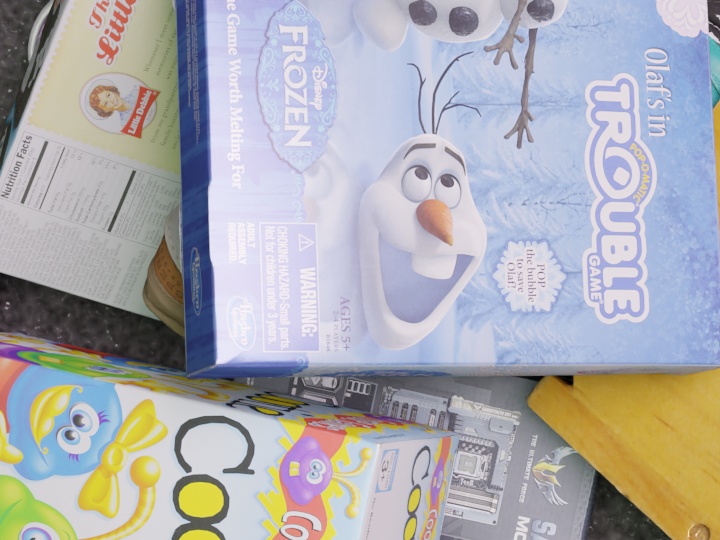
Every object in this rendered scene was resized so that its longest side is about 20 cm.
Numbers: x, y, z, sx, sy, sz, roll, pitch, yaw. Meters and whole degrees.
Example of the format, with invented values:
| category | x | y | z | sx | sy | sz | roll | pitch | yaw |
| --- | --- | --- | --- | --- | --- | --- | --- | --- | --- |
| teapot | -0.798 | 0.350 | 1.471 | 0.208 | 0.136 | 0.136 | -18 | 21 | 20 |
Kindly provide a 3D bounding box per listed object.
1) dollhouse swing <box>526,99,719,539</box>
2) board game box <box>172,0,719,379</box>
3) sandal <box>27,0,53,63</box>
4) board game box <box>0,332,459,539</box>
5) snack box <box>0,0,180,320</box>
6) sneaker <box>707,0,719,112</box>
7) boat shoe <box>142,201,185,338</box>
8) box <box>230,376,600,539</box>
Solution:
| category | x | y | z | sx | sy | sz | roll | pitch | yaw |
| --- | --- | --- | --- | --- | --- | --- | --- | --- | --- |
| dollhouse swing | 0.216 | 0.035 | 1.058 | 0.182 | 0.176 | 0.200 | 42 | 103 | 32 |
| board game box | 0.033 | -0.061 | 0.973 | 0.199 | 0.043 | 0.201 | 0 | 82 | -20 |
| sandal | -0.049 | -0.055 | 1.107 | 0.202 | 0.050 | 0.083 | 22 | 97 | 4 |
| board game box | -0.077 | 0.094 | 1.041 | 0.200 | 0.103 | 0.105 | 11 | 92 | 19 |
| snack box | -0.069 | -0.075 | 1.044 | 0.116 | 0.037 | 0.200 | 18 | 117 | -16 |
| sneaker | 0.128 | -0.131 | 1.071 | 0.121 | 0.084 | 0.200 | -30 | 90 | -2 |
| boat shoe | 0.000 | 0.000 | 1.055 | 0.068 | 0.200 | 0.075 | -45 | 51 | 32 |
| box | 0.010 | 0.130 | 1.108 | 0.157 | 0.051 | 0.200 | 11 | 93 | 6 |
